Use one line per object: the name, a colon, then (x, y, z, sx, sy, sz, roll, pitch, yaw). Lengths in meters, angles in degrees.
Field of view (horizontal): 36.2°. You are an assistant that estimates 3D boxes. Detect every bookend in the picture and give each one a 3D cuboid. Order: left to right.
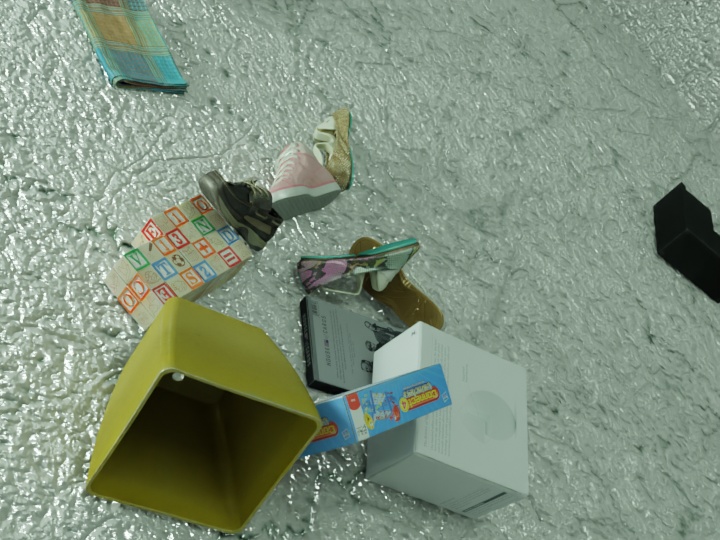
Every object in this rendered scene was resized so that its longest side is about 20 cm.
bookend: (0.775, -0.066, 2.518, 0.198, 0.092, 0.201, 36, 35, -15)

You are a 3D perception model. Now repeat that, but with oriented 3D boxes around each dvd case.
dvd case: (0.003, 0.128, 1.612, 0.198, 0.025, 0.152, 21, 43, -30)

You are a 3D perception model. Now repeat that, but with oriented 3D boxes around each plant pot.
plant pot: (-0.186, 0.151, 1.272, 0.198, 0.201, 0.177, 23, 29, -27)

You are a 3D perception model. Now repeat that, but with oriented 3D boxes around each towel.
towel: (-0.365, -0.363, 1.734, 0.146, 0.022, 0.201, -4, 57, -47)

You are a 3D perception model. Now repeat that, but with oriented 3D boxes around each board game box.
board game box: (-0.020, 0.183, 1.382, 0.195, 0.199, 0.057, -13, 83, -49)

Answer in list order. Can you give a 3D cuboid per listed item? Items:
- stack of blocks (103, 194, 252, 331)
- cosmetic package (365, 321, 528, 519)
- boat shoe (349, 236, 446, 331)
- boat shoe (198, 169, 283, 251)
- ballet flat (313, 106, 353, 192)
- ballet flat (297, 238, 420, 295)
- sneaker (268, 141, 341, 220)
stack of blocks: (-0.249, -0.015, 1.472, 0.115, 0.059, 0.200, 48, 36, 4)
cosmetic package: (0.122, 0.212, 1.540, 0.198, 0.123, 0.202, 26, 51, -27)
boat shoe: (0.059, 0.030, 1.739, 0.200, 0.071, 0.069, 49, 9, 18)
boat shoe: (-0.165, -0.098, 1.551, 0.075, 0.073, 0.200, 47, -2, 23)
ballet flat: (-0.048, -0.216, 1.871, 0.064, 0.071, 0.202, 13, 41, -16)
ballet flat: (0.000, 0.000, 1.671, 0.197, 0.069, 0.072, -10, 94, -19)
sneaker: (-0.114, -0.142, 1.718, 0.105, 0.075, 0.200, 56, 29, 8)
